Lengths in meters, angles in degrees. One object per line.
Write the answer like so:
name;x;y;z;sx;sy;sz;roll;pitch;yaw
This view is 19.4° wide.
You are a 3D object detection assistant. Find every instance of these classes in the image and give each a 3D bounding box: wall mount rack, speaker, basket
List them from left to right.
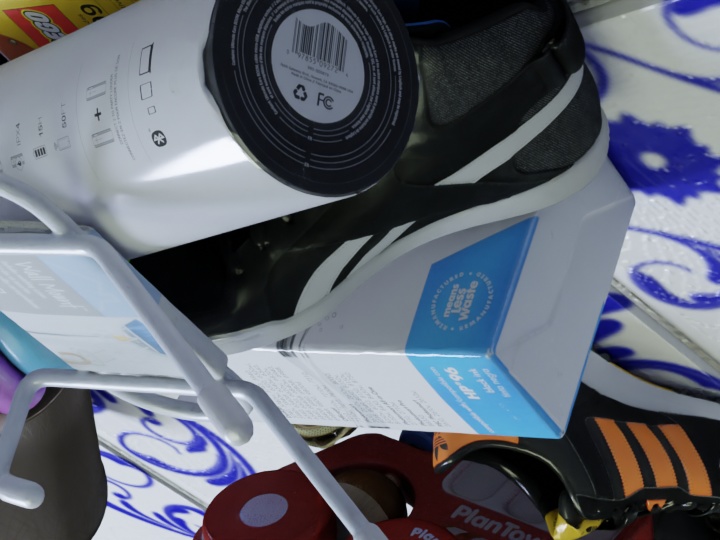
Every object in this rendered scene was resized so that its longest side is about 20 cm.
basket;-0.221;0.076;1.174;0.180;0.136;0.200;18;151;-3
wall mount rack;-0.078;0.039;0.697;0.173;0.075;0.200;3;155;27
speaker;-0.074;-0.046;0.697;0.081;0.081;0.200;35;151;-28

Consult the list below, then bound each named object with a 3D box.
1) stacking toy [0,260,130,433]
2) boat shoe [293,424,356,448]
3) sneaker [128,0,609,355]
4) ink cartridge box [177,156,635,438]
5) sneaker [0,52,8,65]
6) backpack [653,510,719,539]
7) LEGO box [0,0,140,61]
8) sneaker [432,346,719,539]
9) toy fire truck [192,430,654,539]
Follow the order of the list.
stacking toy;-0.101;-0.015;0.854;0.200;0.085;0.085;-34;135;7
boat shoe;-0.024;0.046;1.022;0.075;0.074;0.200;18;157;6
sneaker;-0.013;-0.050;0.762;0.199;0.073;0.112;-25;137;-1
ink cartridge box;0.000;0.000;0.869;0.199;0.116;0.068;0;147;36
sneaker;-0.178;-0.056;0.798;0.099;0.200;0.070;6;134;29
backpack;0.165;0.204;1.128;0.200;0.167;0.126;38;169;-39
LEGO box;-0.110;-0.160;0.684;0.149;0.077;0.200;-1;147;37
sneaker;0.123;0.097;0.998;0.200;0.090;0.070;25;154;-9
toy fire truck;0.025;0.142;1.047;0.200;0.168;0.112;17;132;38
